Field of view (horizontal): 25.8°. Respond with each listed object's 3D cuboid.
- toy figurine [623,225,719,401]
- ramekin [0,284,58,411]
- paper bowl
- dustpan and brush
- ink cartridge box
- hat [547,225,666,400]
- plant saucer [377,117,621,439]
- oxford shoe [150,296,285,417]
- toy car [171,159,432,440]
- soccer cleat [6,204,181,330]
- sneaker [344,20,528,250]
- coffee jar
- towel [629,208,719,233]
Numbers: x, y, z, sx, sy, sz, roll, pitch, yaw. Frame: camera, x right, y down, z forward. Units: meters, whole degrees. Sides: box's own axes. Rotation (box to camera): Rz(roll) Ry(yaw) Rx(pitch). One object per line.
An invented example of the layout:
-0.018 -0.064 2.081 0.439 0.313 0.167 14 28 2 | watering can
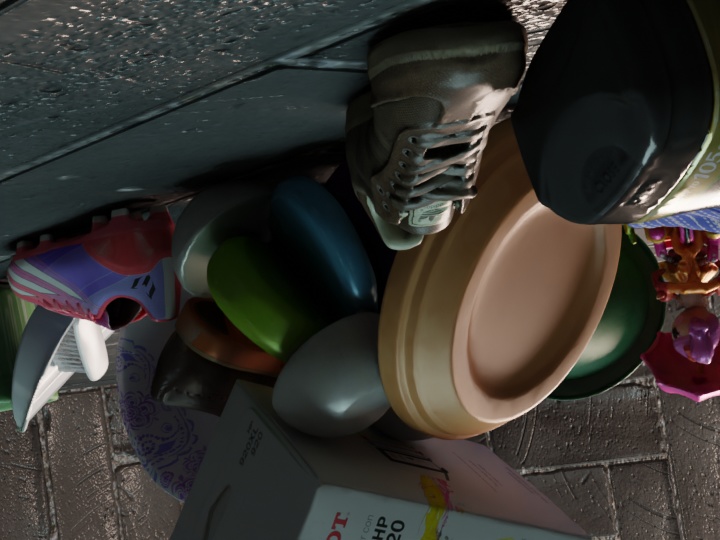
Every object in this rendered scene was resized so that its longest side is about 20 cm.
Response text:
0.278 0.015 1.306 0.149 0.185 0.200 -10 174 8 | toy figurine
-0.358 0.073 1.311 0.199 0.098 0.200 -9 175 -1 | ramekin
-0.081 0.071 1.159 0.104 0.202 0.200 3 168 -45 | paper bowl
-0.216 0.036 1.207 0.057 0.140 0.200 27 146 21 | dustpan and brush
0.004 0.179 0.962 0.199 0.148 0.145 17 -169 -30 | ink cartridge box
0.155 0.023 1.348 0.200 0.166 0.176 -38 159 7 | hat
0.089 0.009 0.902 0.037 0.201 0.200 27 -161 37 | plant saucer
-0.046 0.080 1.029 0.199 0.073 0.071 23 -162 -31 | oxford shoe
0.000 0.000 0.947 0.200 0.175 0.150 10 124 -52 | toy car
-0.180 0.010 1.046 0.066 0.077 0.200 -4 173 -38 | soccer cleat
0.037 -0.057 0.709 0.070 0.076 0.200 -8 175 -7 | sneaker
0.166 -0.074 0.643 0.199 0.086 0.104 -7 155 -21 | coffee jar
0.193 -0.042 1.025 0.144 0.024 0.200 14 178 -31 | towel
